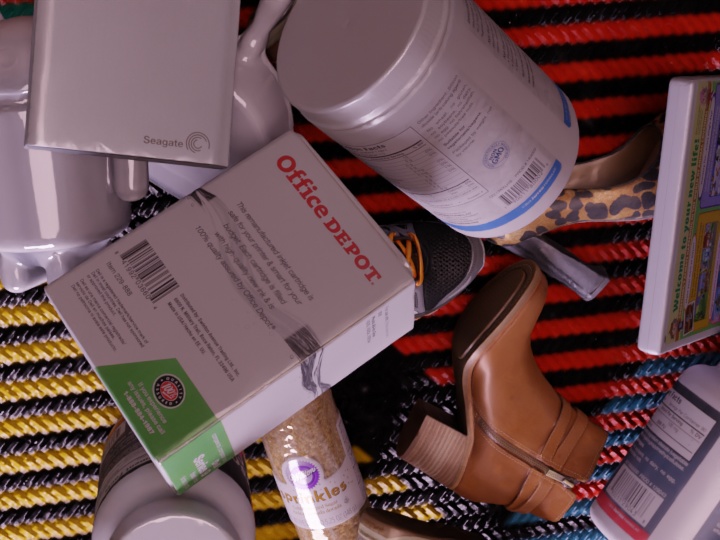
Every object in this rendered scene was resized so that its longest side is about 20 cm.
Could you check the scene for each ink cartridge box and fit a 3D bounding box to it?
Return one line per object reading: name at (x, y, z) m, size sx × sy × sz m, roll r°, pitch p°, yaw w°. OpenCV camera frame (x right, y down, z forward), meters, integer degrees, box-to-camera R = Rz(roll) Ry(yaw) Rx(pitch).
ink cartridge box at (-0.081, 0.025, 0.788) m, size 0.199 × 0.084 × 0.146 m, roll -33°, pitch 67°, yaw -13°

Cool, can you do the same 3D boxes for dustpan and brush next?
dustpan and brush at (-0.091, -0.133, 0.845) m, size 0.139 × 0.058 × 0.200 m, roll 31°, pitch 135°, yaw -6°

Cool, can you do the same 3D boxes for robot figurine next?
robot figurine at (-0.221, -0.087, 0.828) m, size 0.167 × 0.113 × 0.203 m, roll 2°, pitch 106°, yaw 18°

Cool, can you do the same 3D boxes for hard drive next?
hard drive at (-0.143, -0.173, 0.772) m, size 0.130 × 0.027 × 0.203 m, roll 4°, pitch 90°, yaw -21°

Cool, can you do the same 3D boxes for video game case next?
video game case at (0.277, -0.049, 0.920) m, size 0.181 × 0.022 × 0.203 m, roll -11°, pitch 110°, yaw -47°

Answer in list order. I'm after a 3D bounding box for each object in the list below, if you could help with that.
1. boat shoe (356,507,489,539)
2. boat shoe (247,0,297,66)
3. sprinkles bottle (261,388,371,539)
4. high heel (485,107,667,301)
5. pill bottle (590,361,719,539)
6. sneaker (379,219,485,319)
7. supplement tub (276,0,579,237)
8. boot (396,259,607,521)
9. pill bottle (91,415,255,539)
boat shoe at (0.068, 0.243, 0.961) m, size 0.199 × 0.071 × 0.065 m, roll 23°, pitch 87°, yaw -35°
boat shoe at (0.010, -0.214, 0.863) m, size 0.199 × 0.076 × 0.072 m, roll -39°, pitch 111°, yaw 11°
sprinkles bottle at (-0.039, 0.141, 0.927) m, size 0.068 × 0.068 × 0.202 m, roll -20°, pitch 115°, yaw -5°
high heel at (0.177, -0.090, 0.921) m, size 0.142 × 0.071 × 0.201 m, roll 32°, pitch 100°, yaw -15°
pill bottle at (0.281, 0.144, 0.933) m, size 0.119 × 0.120 × 0.201 m, roll 32°, pitch 97°, yaw -16°
sneaker at (0.000, 0.000, 0.897) m, size 0.197 × 0.077 × 0.079 m, roll -10°, pitch 78°, yaw -8°
supplement tub at (0.052, -0.119, 0.823) m, size 0.132 × 0.132 × 0.199 m, roll -52°, pitch 134°, yaw 5°
boot at (0.138, 0.104, 0.956) m, size 0.154 × 0.077 × 0.202 m, roll 25°, pitch 101°, yaw -13°
pill bottle at (-0.134, 0.175, 0.863) m, size 0.115 × 0.200 × 0.118 m, roll -2°, pitch 105°, yaw -9°
